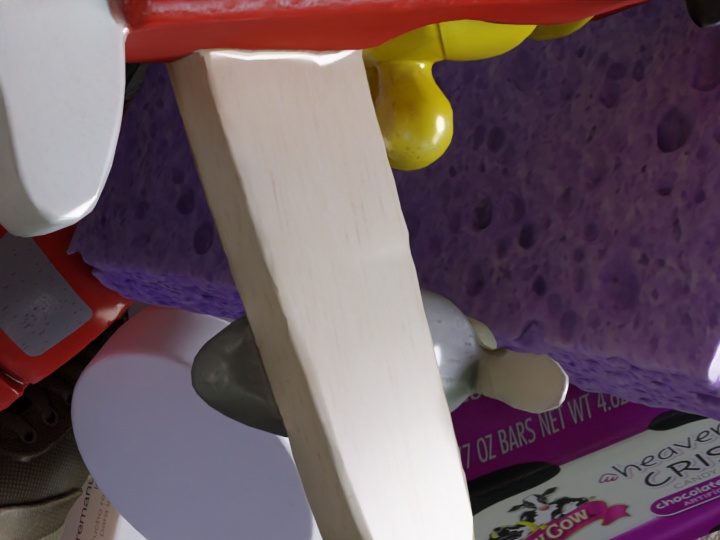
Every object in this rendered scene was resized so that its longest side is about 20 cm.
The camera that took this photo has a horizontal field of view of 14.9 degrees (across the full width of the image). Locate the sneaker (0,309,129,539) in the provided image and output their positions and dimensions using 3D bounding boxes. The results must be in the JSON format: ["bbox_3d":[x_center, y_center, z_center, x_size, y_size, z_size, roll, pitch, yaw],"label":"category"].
[{"bbox_3d":[-0.102,0.034,0.861,0.200,0.070,0.076,-37,146,-65],"label":"sneaker"}]

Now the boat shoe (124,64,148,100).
[{"bbox_3d":[-0.041,-0.108,0.920,0.202,0.065,0.074,-51,-147,6],"label":"boat shoe"}]

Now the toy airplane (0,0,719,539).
[{"bbox_3d":[-0.018,-0.062,0.568,0.201,0.198,0.141,-61,-166,-18],"label":"toy airplane"}]

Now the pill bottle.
[{"bbox_3d":[0.000,0.000,0.851,0.200,0.112,0.113,-50,168,-41],"label":"pill bottle"}]

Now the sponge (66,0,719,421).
[{"bbox_3d":[0.026,-0.033,0.658,0.030,0.199,0.112,40,68,-46],"label":"sponge"}]

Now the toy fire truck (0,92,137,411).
[{"bbox_3d":[-0.059,-0.041,0.789,0.141,0.049,0.200,-35,-166,16],"label":"toy fire truck"}]

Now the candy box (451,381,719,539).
[{"bbox_3d":[0.053,-0.028,0.698,0.136,0.061,0.201,-25,-128,22],"label":"candy box"}]

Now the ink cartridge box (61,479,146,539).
[{"bbox_3d":[-0.109,0.122,1.183,0.200,0.084,0.147,2,-101,63],"label":"ink cartridge box"}]

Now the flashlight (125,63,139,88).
[{"bbox_3d":[-0.064,-0.109,0.789,0.200,0.067,0.068,-78,-169,-60],"label":"flashlight"}]
